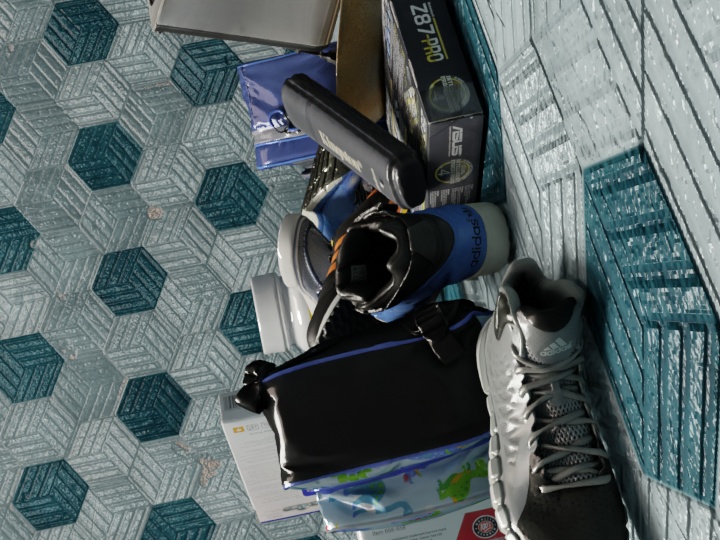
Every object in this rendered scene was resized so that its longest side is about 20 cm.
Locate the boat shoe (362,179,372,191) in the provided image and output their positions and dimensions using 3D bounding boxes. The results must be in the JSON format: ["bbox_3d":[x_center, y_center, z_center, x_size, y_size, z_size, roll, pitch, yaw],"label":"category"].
[{"bbox_3d":[0.035,-0.070,1.266,0.066,0.073,0.201,89,159,-47],"label":"boat shoe"}]

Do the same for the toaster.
[{"bbox_3d":[-0.101,-0.297,1.081,0.182,0.198,0.119,-105,27,-43],"label":"toaster"}]

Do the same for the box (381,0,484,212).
[{"bbox_3d":[0.055,-0.126,0.956,0.201,0.049,0.162,86,173,-59],"label":"box"}]

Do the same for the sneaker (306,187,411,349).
[{"bbox_3d":[0.000,0.000,1.060,0.090,0.201,0.070,8,145,45],"label":"sneaker"}]

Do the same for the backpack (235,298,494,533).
[{"bbox_3d":[0.036,0.107,0.861,0.200,0.182,0.148,-9,-98,-74],"label":"backpack"}]

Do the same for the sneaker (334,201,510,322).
[{"bbox_3d":[0.019,-0.002,0.900,0.200,0.110,0.077,-25,72,62],"label":"sneaker"}]

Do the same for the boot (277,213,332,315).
[{"bbox_3d":[-0.016,0.002,1.169,0.200,0.090,0.073,59,-143,-64],"label":"boot"}]

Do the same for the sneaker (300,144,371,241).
[{"bbox_3d":[-0.012,-0.073,1.176,0.200,0.088,0.079,115,169,-69],"label":"sneaker"}]

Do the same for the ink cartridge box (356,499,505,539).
[{"bbox_3d":[0.056,0.169,1.050,0.084,0.143,0.202,96,163,-77],"label":"ink cartridge box"}]

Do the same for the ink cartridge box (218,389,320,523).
[{"bbox_3d":[-0.067,0.170,1.084,0.201,0.094,0.037,81,177,-50],"label":"ink cartridge box"}]

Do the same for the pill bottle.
[{"bbox_3d":[-0.029,0.035,1.418,0.114,0.198,0.115,169,90,-86],"label":"pill bottle"}]

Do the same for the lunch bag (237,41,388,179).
[{"bbox_3d":[-0.041,-0.171,1.259,0.200,0.135,0.133,-33,-68,-68],"label":"lunch bag"}]

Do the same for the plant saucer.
[{"bbox_3d":[0.012,-0.215,1.057,0.200,0.035,0.202,7,-90,-84],"label":"plant saucer"}]

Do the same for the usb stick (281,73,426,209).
[{"bbox_3d":[-0.009,-0.108,0.953,0.200,0.032,0.056,42,152,49],"label":"usb stick"}]

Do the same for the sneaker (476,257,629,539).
[{"bbox_3d":[0.107,0.077,0.665,0.116,0.074,0.201,88,171,-50],"label":"sneaker"}]
